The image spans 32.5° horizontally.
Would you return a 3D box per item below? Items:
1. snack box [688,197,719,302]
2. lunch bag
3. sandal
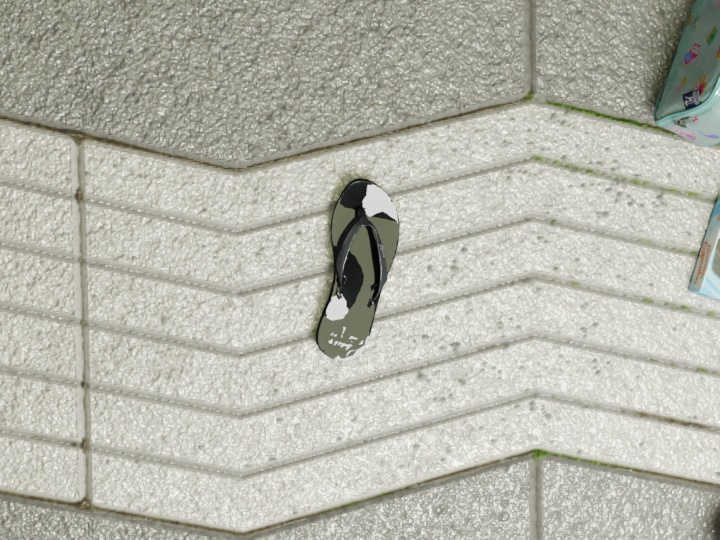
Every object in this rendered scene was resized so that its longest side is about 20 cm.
[{"bbox_3d":[0.489,0.000,1.422,0.200,0.037,0.116,18,88,-9],"label":"snack box"},{"bbox_3d":[0.397,-0.234,1.343,0.077,0.160,0.200,26,82,-14],"label":"lunch bag"},{"bbox_3d":[0.001,0.001,1.343,0.076,0.043,0.200,8,90,-9],"label":"sandal"}]
